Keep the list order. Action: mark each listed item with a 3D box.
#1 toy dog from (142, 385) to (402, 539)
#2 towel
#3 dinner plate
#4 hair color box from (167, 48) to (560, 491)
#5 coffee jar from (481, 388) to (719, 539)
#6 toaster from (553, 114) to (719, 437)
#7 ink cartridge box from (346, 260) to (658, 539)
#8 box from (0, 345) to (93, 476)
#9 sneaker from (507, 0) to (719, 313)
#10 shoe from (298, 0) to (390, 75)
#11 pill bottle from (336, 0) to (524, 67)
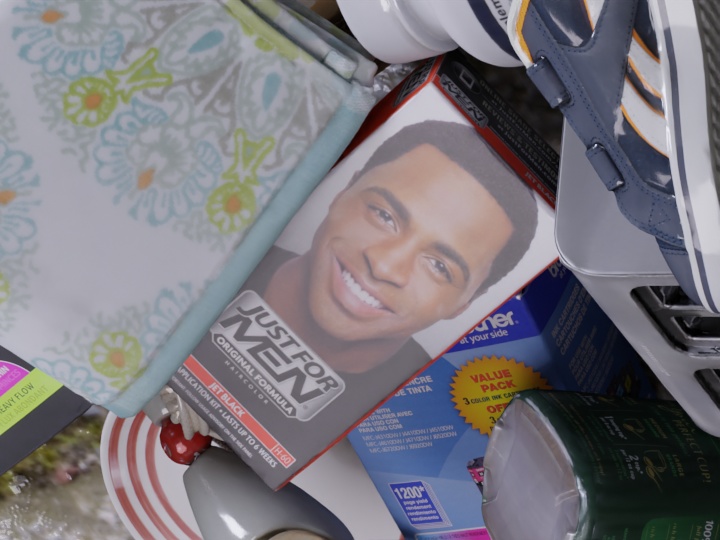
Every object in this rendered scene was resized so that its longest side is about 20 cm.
[{"bbox_3d":[-0.042,0.102,1.395,0.200,0.096,0.132,69,162,-6],"label":"toy dog"},{"bbox_3d":[-0.109,-0.056,1.189,0.171,0.048,0.200,35,94,-22],"label":"towel"},{"bbox_3d":[-0.046,0.120,1.505,0.200,0.024,0.200,13,132,15],"label":"dinner plate"},{"bbox_3d":[0.000,0.000,1.264,0.102,0.061,0.200,45,114,-9],"label":"hair color box"},{"bbox_3d":[0.164,0.109,1.293,0.200,0.104,0.085,3,119,-23],"label":"coffee jar"},{"bbox_3d":[0.198,-0.012,1.184,0.200,0.119,0.181,0,155,27],"label":"toaster"},{"bbox_3d":[0.059,0.052,1.368,0.136,0.076,0.200,-11,120,31],"label":"ink cartridge box"},{"bbox_3d":[-0.174,-0.006,1.335,0.124,0.200,0.149,41,132,-12],"label":"box"},{"bbox_3d":[0.108,-0.079,1.070,0.079,0.078,0.200,-8,97,25],"label":"sneaker"},{"bbox_3d":[-0.066,-0.079,1.260,0.200,0.053,0.070,-33,142,-2],"label":"shoe"},{"bbox_3d":[0.089,-0.148,1.162,0.200,0.111,0.111,-12,122,32],"label":"pill bottle"}]
